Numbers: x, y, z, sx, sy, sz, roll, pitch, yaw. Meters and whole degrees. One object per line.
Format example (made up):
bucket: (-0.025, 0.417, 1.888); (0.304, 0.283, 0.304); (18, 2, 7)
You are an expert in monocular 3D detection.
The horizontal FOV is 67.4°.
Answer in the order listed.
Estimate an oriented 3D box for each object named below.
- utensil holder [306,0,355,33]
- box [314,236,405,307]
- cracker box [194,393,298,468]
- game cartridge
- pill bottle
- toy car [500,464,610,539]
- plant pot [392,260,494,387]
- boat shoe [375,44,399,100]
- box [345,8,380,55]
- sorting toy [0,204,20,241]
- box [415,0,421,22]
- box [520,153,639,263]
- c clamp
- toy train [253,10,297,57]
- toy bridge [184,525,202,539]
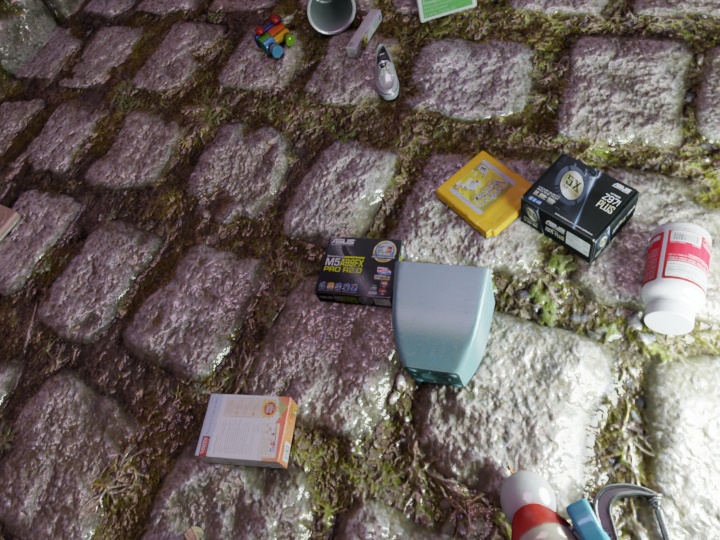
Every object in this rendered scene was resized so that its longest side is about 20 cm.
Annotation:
utensil holder: (-0.110, -0.949, 1.870); (0.165, 0.172, 0.204); (-15, 52, 7)
box: (0.000, 0.000, 1.306); (0.194, 0.045, 0.164); (4, 60, 19)
cracker box: (-0.242, 0.342, 1.157); (0.194, 0.058, 0.137); (-1, 58, 16)
game cartridge: (0.313, -0.191, 1.337); (0.175, 0.033, 0.200); (-39, 55, -9)
pill bottle: (0.617, 0.016, 1.061); (0.109, 0.113, 0.204); (13, 63, 24)
toy car: (0.298, 0.419, 0.907); (0.182, 0.178, 0.201); (-32, 25, 11)
plant pot: (0.162, 0.120, 1.097); (0.190, 0.197, 0.206); (5, 68, 19)
boat shoe: (0.071, -0.610, 1.656); (0.071, 0.067, 0.204); (-16, 55, 7)
box: (0.013, -0.793, 1.807); (0.040, 0.039, 0.203); (16, 65, 23)
sorting toy: (-1.244, -0.138, 1.792); (0.196, 0.037, 0.188); (20, 67, 22)
box: (0.263, -0.960, 1.752); (0.193, 0.173, 0.205); (-12, 55, 10)
box: (0.488, -0.144, 1.219); (0.163, 0.087, 0.199); (-42, 56, -12)
c clamp: (0.481, 0.450, 0.886); (0.166, 0.027, 0.205); (-19, 56, 12)
toy train: (-0.268, -0.839, 1.903); (0.199, 0.085, 0.116); (-40, 66, -10)
toy bridge: (-0.284, 0.566, 1.022); (0.027, 0.068, 0.199); (-41, 57, -12)
